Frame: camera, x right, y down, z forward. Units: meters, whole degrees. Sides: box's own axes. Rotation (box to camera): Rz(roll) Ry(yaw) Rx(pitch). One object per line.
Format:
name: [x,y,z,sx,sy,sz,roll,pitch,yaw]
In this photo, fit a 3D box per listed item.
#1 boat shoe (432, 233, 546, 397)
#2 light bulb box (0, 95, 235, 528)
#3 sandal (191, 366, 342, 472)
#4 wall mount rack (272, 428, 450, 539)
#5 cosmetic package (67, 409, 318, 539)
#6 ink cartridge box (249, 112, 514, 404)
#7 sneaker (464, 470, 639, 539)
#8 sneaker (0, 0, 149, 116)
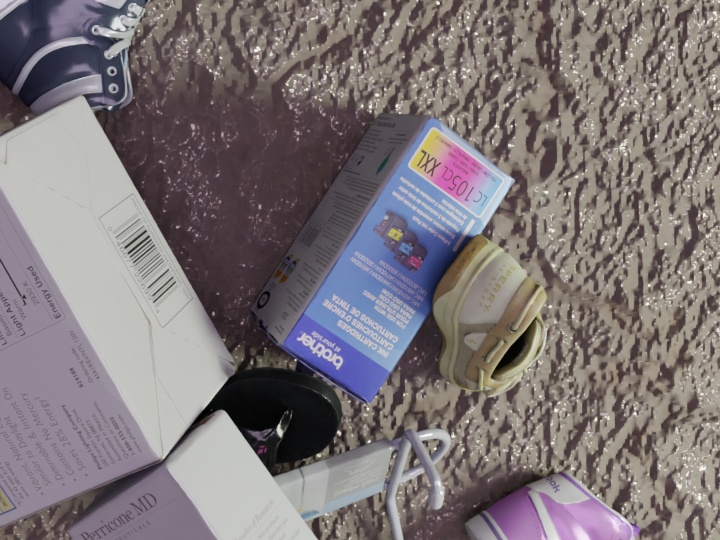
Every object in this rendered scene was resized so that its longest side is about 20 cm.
boat shoe: [0.093,0.043,0.863,0.063,0.201,0.073,32,74,20]
light bulb box: [-0.218,0.036,0.796,0.198,0.125,0.200,-24,102,23]
sandal: [-0.093,0.114,0.849,0.199,0.048,0.075,-20,126,33]
wall mount rack: [-0.018,0.187,0.898,0.198,0.175,0.075,-17,56,-19]
cosmetic package: [-0.069,0.195,0.779,0.101,0.074,0.201,-34,96,33]
ink cartridge box: [0.000,0.000,0.866,0.076,0.136,0.201,35,89,-14]
sneaker: [0.169,0.242,0.961,0.113,0.073,0.202,-29,100,-10]
sneaker: [-0.150,-0.174,0.852,0.199,0.070,0.109,-36,96,2]
